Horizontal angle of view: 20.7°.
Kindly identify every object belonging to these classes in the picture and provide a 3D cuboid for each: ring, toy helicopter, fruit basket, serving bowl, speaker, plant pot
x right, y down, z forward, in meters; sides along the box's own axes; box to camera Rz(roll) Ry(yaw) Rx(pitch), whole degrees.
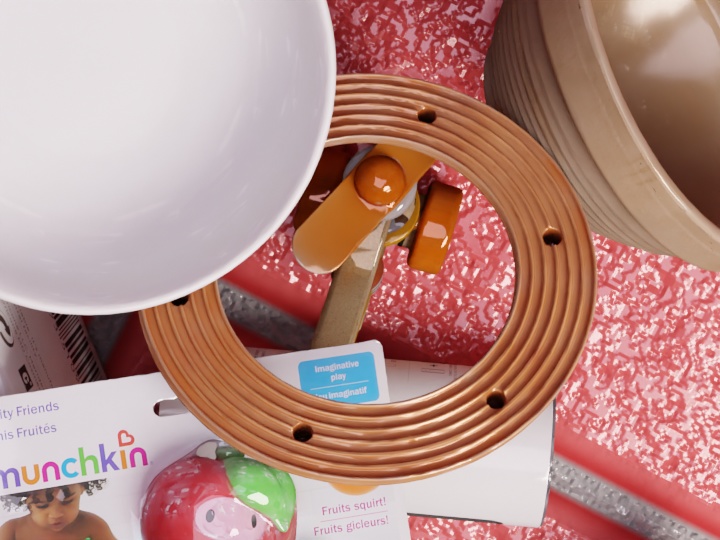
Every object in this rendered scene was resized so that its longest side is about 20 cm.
[{"bbox_3d":[0.002,0.002,0.858,0.200,0.019,0.201,1,62,-2],"label":"ring"},{"bbox_3d":[0.000,0.000,0.934,0.079,0.132,0.200,18,57,-1],"label":"toy helicopter"},{"bbox_3d":[-0.061,0.140,0.835,0.185,0.094,0.200,-7,93,-15],"label":"fruit basket"},{"bbox_3d":[-0.113,-0.085,0.820,0.200,0.066,0.201,-2,101,-11],"label":"serving bowl"},{"bbox_3d":[-0.004,0.082,1.005,0.200,0.081,0.081,5,97,0],"label":"speaker"},{"bbox_3d":[0.125,-0.085,0.943,0.093,0.201,0.201,-24,97,35],"label":"plant pot"}]

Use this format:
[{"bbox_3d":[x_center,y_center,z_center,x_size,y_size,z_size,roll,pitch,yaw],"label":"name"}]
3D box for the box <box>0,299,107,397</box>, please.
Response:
[{"bbox_3d":[-0.206,0.059,0.945,0.130,0.200,0.199,-21,99,4],"label":"box"}]
